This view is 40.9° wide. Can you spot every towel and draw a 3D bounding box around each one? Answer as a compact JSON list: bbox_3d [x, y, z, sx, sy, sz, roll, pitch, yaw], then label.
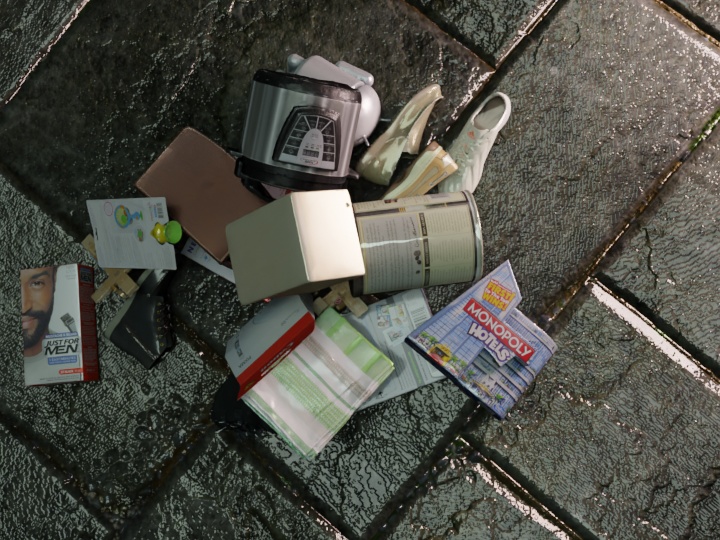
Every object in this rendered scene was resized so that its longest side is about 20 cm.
[{"bbox_3d":[-0.064,0.168,1.472,0.149,0.031,0.200,42,75,10],"label":"towel"}]

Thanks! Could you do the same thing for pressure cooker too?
[{"bbox_3d":[-0.094,-0.195,1.474,0.175,0.178,0.201,20,104,28],"label":"pressure cooker"}]

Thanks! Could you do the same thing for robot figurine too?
[{"bbox_3d":[-0.049,-0.278,1.597,0.200,0.113,0.170,33,71,12],"label":"robot figurine"}]

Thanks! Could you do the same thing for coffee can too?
[{"bbox_3d":[0.077,-0.042,1.497,0.199,0.146,0.147,-7,83,-4],"label":"coffee can"}]

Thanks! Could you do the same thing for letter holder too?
[{"bbox_3d":[-0.239,-0.120,1.572,0.200,0.101,0.142,41,90,11],"label":"letter holder"}]

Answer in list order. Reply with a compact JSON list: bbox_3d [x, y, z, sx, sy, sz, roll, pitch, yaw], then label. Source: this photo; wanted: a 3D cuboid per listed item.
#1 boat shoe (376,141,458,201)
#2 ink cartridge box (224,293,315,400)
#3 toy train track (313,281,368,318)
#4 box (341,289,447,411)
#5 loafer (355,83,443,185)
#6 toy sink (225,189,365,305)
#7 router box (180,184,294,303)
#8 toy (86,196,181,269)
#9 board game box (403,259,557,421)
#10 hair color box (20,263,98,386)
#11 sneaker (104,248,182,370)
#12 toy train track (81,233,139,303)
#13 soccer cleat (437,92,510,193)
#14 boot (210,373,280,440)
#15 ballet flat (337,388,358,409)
[{"bbox_3d":[0.077,-0.113,1.568,0.076,0.072,0.200,42,113,-3],"label":"boat shoe"},{"bbox_3d":[-0.143,0.103,1.502,0.160,0.200,0.047,-42,102,7],"label":"ink cartridge box"},{"bbox_3d":[0.000,0.000,1.578,0.200,0.033,0.115,-40,56,-6],"label":"toy train track"},{"bbox_3d":[0.033,0.132,1.578,0.199,0.041,0.157,-22,81,6],"label":"box"},{"bbox_3d":[0.074,-0.219,1.592,0.068,0.076,0.200,40,89,1],"label":"loafer"},{"bbox_3d":[-0.098,-0.032,1.444,0.200,0.112,0.131,-20,80,52],"label":"toy sink"},{"bbox_3d":[-0.177,-0.072,1.631,0.179,0.049,0.201,28,90,11],"label":"router box"},{"bbox_3d":[-0.360,-0.063,1.567,0.199,0.047,0.116,3,105,42],"label":"toy"},{"bbox_3d":[0.207,0.095,1.521,0.200,0.062,0.200,39,80,4],"label":"board game box"},{"bbox_3d":[-0.520,0.095,1.667,0.110,0.064,0.201,-7,82,10],"label":"hair color box"},{"bbox_3d":[-0.336,0.066,1.635,0.106,0.075,0.200,38,105,7],"label":"sneaker"},{"bbox_3d":[-0.420,-0.005,1.640,0.115,0.033,0.200,-48,46,-5],"label":"toy train track"},{"bbox_3d":[0.181,-0.201,1.567,0.069,0.078,0.201,28,90,11],"label":"soccer cleat"},{"bbox_3d":[-0.155,0.179,1.566,0.162,0.073,0.199,-7,56,47],"label":"boot"},{"bbox_3d":[-0.077,0.209,1.559,0.200,0.067,0.071,-24,56,36],"label":"ballet flat"}]
